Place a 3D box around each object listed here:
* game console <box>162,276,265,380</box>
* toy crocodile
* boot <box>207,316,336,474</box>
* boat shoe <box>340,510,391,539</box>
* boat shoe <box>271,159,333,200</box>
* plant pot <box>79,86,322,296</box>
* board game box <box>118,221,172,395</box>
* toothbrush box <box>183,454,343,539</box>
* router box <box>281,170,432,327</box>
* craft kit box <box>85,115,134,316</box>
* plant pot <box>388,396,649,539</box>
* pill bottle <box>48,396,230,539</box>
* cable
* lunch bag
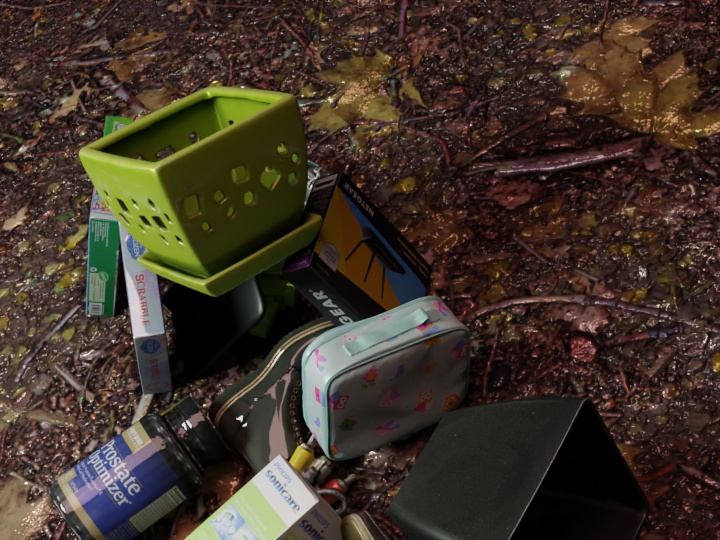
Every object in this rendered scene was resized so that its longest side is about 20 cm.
[{"bbox_3d":[-0.162,0.019,1.705,0.200,0.116,0.176,-41,1,42],"label":"game console"},{"bbox_3d":[-0.108,0.001,1.750,0.067,0.062,0.200,7,50,6],"label":"toy crocodile"},{"bbox_3d":[-0.072,0.163,1.590,0.200,0.077,0.138,-43,51,2],"label":"boot"},{"bbox_3d":[0.053,0.331,1.354,0.066,0.072,0.201,-27,77,-27],"label":"boat shoe"},{"bbox_3d":[-0.068,-0.114,1.826,0.200,0.062,0.073,29,66,38],"label":"boat shoe"},{"bbox_3d":[-0.172,-0.088,1.501,0.199,0.182,0.200,-32,28,-27],"label":"plant pot"},{"bbox_3d":[-0.273,0.029,1.656,0.041,0.200,0.201,-8,67,-9],"label":"board game box"},{"bbox_3d":[-0.109,0.317,1.400,0.200,0.146,0.086,-42,48,-7],"label":"toothbrush box"},{"bbox_3d":[0.000,0.000,1.604,0.051,0.200,0.150,-14,45,38],"label":"router box"},{"bbox_3d":[-0.347,-0.074,1.817,0.048,0.200,0.198,4,49,-10],"label":"craft kit box"},{"bbox_3d":[0.151,0.251,1.344,0.177,0.200,0.200,7,53,42],"label":"plant pot"},{"bbox_3d":[-0.259,0.242,1.563,0.200,0.112,0.112,-36,47,-9],"label":"pill bottle"},{"bbox_3d":[-0.089,0.286,1.517,0.200,0.050,0.097,-44,78,1],"label":"cable"},{"bbox_3d":[0.031,0.117,1.499,0.199,0.161,0.077,-21,42,-21],"label":"lunch bag"}]
